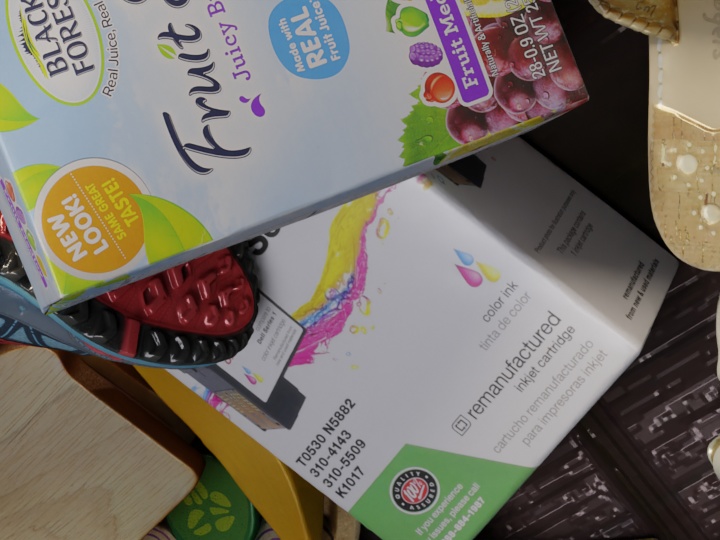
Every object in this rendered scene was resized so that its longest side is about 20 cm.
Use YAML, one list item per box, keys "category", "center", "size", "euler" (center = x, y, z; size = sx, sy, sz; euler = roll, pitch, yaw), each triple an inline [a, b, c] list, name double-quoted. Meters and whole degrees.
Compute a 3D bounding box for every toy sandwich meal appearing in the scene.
- category: "toy sandwich meal"
  center: [-0.098, 0.097, 0.971]
  size: [0.205, 0.070, 0.206]
  euler: [8, 118, 16]

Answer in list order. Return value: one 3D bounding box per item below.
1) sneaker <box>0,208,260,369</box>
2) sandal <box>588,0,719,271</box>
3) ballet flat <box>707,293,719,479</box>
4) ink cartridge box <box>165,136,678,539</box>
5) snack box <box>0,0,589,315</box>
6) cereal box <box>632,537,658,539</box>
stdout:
- category: "sneaker"
  center: [-0.135, -0.012, 0.821]
  size: [0.200, 0.079, 0.095]
  euler: [19, 161, -21]
- category: "sandal"
  center: [0.111, -0.101, 0.765]
  size: [0.077, 0.070, 0.212]
  euler: [-2, 100, 33]
- category: "ballet flat"
  center: [0.164, 0.048, 0.851]
  size: [0.072, 0.072, 0.201]
  euler: [5, 115, 17]
- category: "ink cartridge box"
  center: [0.000, 0.000, 0.879]
  size: [0.200, 0.084, 0.145]
  euler: [38, 121, 0]
- category: "snack box"
  center: [-0.045, -0.098, 0.770]
  size: [0.200, 0.068, 0.169]
  euler: [-22, 89, -14]
- category: "cereal box"
  center: [0.085, 0.217, 0.983]
  size: [0.144, 0.040, 0.200]
  euler: [-10, 111, 24]
